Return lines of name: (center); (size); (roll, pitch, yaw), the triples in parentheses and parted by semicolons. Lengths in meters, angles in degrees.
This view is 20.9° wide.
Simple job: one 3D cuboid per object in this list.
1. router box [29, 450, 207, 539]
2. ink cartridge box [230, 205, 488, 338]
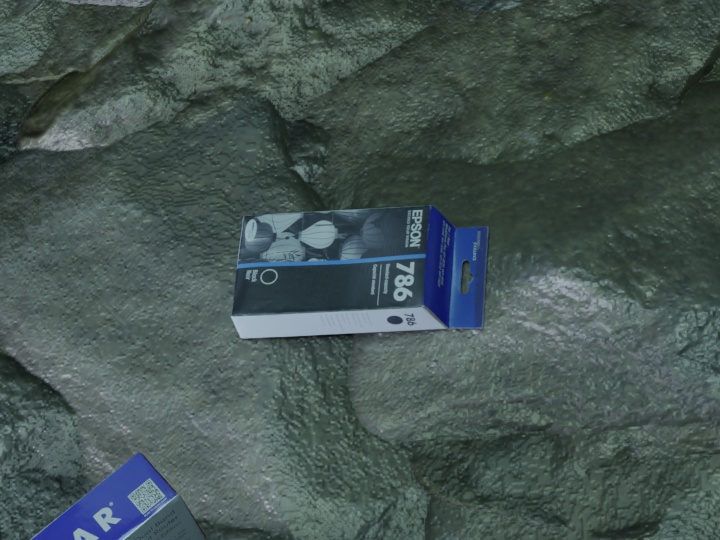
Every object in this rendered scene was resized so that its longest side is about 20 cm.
router box: (-0.190, 0.243, 1.347); (0.200, 0.180, 0.049); (-39, 56, -13)
ink cartridge box: (0.000, 0.000, 1.547); (0.198, 0.039, 0.100); (-3, 56, 11)
